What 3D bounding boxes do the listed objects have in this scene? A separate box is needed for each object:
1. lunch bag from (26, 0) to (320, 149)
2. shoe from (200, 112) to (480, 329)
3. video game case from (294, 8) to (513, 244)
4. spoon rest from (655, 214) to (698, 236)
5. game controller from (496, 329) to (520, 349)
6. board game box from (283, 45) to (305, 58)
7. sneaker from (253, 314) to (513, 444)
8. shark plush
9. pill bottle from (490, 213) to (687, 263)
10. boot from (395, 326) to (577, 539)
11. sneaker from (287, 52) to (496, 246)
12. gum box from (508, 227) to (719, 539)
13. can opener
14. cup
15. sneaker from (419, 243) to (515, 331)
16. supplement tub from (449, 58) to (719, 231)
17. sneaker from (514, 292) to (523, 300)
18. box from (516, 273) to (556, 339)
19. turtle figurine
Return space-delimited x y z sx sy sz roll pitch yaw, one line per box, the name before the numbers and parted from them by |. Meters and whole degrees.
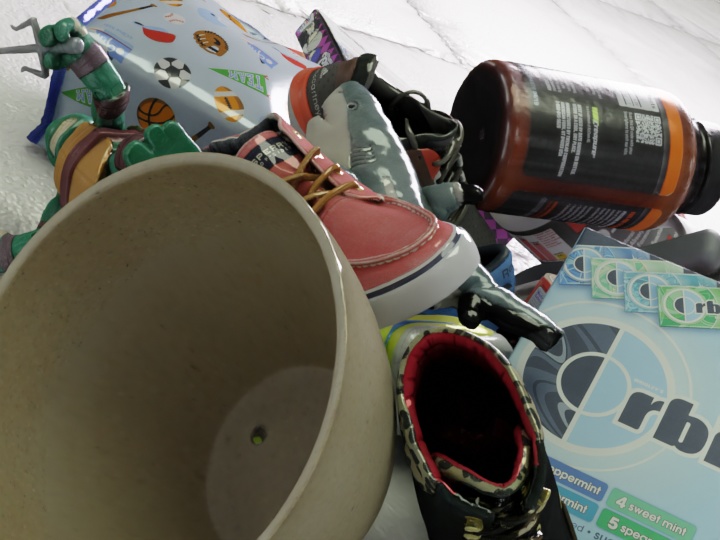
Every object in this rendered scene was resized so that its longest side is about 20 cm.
lunch bag | -0.114 -0.125 0.919 0.168 0.124 0.201 30 35 -6
shoe | -0.027 -0.028 0.661 0.071 0.199 0.092 -40 112 -26
video game case | 0.039 -0.122 1.126 0.199 0.036 0.182 35 19 -34
spoon rest | 0.232 0.043 0.979 0.098 0.060 0.203 20 64 -39
game controller | 0.077 0.092 0.807 0.103 0.043 0.201 -16 43 -11
board game box | -0.022 -0.139 1.169 0.102 0.020 0.201 16 30 -33
sneaker | -0.008 0.042 0.764 0.197 0.077 0.105 0 31 -28
shark plush | 0.034 -0.030 0.733 0.199 0.083 0.091 38 -18 34
pill bottle | 0.174 -0.061 1.072 0.199 0.116 0.116 38 19 -31
boot | 0.067 0.129 0.593 0.154 0.072 0.206 69 0 -72
sneaker | 0.039 -0.061 0.845 0.200 0.081 0.078 42 46 -31
gum box | 0.159 0.088 0.727 0.168 0.045 0.201 23 59 20
can opener | 0.183 0.002 0.957 0.053 0.198 0.068 42 48 -31
cup | -0.062 0.071 0.580 0.201 0.200 0.143 51 6 36
sneaker | 0.000 0.000 0.822 0.196 0.079 0.066 5 38 -5
supplement tub | 0.167 -0.085 0.942 0.197 0.108 0.108 7 32 -21
sneaker | 0.034 -0.012 0.926 0.198 0.083 0.078 28 25 -9
box | 0.171 0.107 0.841 0.094 0.103 0.201 11 31 -35
turtle figurine | -0.151 -0.056 0.697 0.099 0.152 0.200 7 16 -33
